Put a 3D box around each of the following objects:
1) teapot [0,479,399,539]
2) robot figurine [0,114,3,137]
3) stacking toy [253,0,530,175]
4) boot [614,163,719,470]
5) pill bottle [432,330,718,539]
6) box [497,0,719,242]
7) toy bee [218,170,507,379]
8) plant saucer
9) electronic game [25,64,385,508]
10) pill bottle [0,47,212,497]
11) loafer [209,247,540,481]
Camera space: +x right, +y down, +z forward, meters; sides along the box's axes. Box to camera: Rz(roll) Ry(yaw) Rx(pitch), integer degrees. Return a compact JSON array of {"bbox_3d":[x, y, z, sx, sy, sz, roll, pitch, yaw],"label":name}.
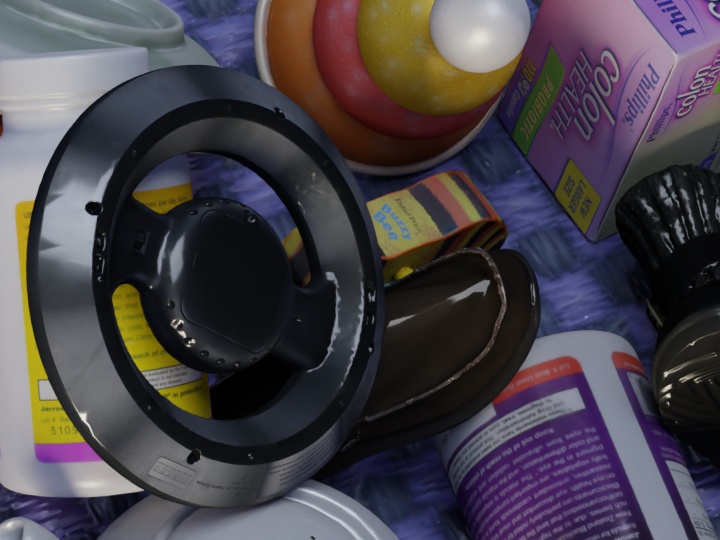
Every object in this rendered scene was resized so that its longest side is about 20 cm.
[{"bbox_3d":[-0.042,0.167,1.375,0.200,0.146,0.197,-31,70,-28],"label":"teapot"},{"bbox_3d":[-0.208,-0.039,1.484,0.200,0.144,0.117,16,86,-2],"label":"robot figurine"},{"bbox_3d":[0.039,-0.125,1.525,0.146,0.200,0.146,0,89,-19],"label":"stacking toy"},{"bbox_3d":[0.175,0.010,1.499,0.079,0.211,0.158,-18,65,8],"label":"boot"},{"bbox_3d":[0.116,0.139,1.447,0.111,0.111,0.200,-11,61,-19],"label":"pill bottle"},{"bbox_3d":[0.195,-0.132,1.595,0.200,0.176,0.097,-26,68,-24],"label":"box"},{"bbox_3d":[0.000,0.000,1.511,0.131,0.109,0.200,35,58,8],"label":"toy bee"},{"bbox_3d":[-0.147,-0.118,1.518,0.200,0.050,0.200,16,16,-5],"label":"plant saucer"},{"bbox_3d":[-0.066,0.007,1.342,0.200,0.042,0.200,8,77,-41],"label":"electronic game"},{"bbox_3d":[-0.126,-0.001,1.386,0.104,0.104,0.200,-6,97,-16],"label":"pill bottle"},{"bbox_3d":[-0.004,0.051,1.436,0.200,0.071,0.073,-33,56,15],"label":"loafer"}]
